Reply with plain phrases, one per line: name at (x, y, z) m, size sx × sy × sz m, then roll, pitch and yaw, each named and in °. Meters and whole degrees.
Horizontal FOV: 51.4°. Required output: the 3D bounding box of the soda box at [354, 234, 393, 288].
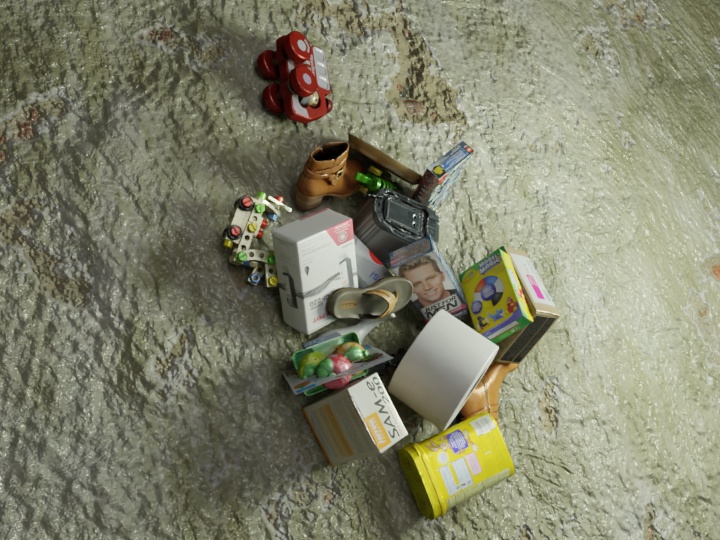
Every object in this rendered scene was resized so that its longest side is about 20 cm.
soda box at (0.000, 0.000, 1.580) m, size 0.200 × 0.063 × 0.068 m, roll 47°, pitch 55°, yaw -7°

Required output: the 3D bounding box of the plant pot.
plant pot at (0.054, -0.240, 1.651) m, size 0.199 × 0.200 × 0.028 m, roll 28°, pitch 96°, yaw -19°

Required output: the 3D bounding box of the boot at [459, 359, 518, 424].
boot at (0.287, 0.273, 1.639) m, size 0.199 × 0.076 × 0.157 m, roll -8°, pitch 80°, yaw -39°

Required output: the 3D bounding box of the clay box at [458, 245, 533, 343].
clay box at (0.279, 0.046, 1.586) m, size 0.047 × 0.115 × 0.201 m, roll 26°, pitch 39°, yaw -42°

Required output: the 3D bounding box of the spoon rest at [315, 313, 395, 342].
spoon rest at (-0.018, 0.143, 1.528) m, size 0.200 × 0.061 × 0.100 m, roll -38°, pitch 92°, yaw -22°

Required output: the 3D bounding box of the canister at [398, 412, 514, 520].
canister at (0.195, 0.388, 1.506) m, size 0.199 × 0.087 × 0.150 m, roll -20°, pitch 84°, yaw -21°

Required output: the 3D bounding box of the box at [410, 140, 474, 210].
box at (0.166, -0.183, 1.665) m, size 0.040 × 0.200 × 0.137 m, roll 42°, pitch 55°, yaw 11°

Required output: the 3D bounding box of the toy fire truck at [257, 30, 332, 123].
toy fire truck at (-0.125, -0.419, 1.652) m, size 0.167 × 0.112 × 0.202 m, roll 7°, pitch 68°, yaw -48°

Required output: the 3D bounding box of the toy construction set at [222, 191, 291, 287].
toy construction set at (-0.199, -0.074, 1.474) m, size 0.130 × 0.092 × 0.201 m, roll 24°, pitch 61°, yaw -20°

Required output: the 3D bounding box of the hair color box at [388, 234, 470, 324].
hair color box at (0.148, 0.030, 1.580) m, size 0.200 × 0.099 × 0.061 m, roll 55°, pitch 18°, yaw -34°

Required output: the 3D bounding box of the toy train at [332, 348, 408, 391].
toy train at (0.025, 0.208, 1.527) m, size 0.199 × 0.046 × 0.034 m, roll -23°, pitch 76°, yaw -32°

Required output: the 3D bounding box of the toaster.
toaster at (0.064, -0.088, 1.606) m, size 0.199 × 0.129 × 0.114 m, roll 21°, pitch 53°, yaw -23°

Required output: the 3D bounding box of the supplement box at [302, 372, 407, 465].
supplement box at (-0.014, 0.278, 1.382) m, size 0.073 × 0.200 × 0.127 m, roll -25°, pitch 85°, yaw -34°

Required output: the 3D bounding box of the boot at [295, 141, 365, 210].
boot at (-0.051, -0.221, 1.569) m, size 0.199 × 0.156 × 0.077 m, roll -27°, pitch 67°, yaw -31°

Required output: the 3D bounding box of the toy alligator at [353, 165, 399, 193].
toy alligator at (0.053, -0.185, 1.639) m, size 0.054 × 0.060 × 0.200 m, roll 37°, pitch 15°, yaw 26°

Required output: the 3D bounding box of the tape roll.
tape roll at (0.166, 0.198, 1.496) m, size 0.139 × 0.203 × 0.203 m, roll 34°, pitch 54°, yaw 15°

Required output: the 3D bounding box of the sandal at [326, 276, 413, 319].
sandal at (0.027, 0.061, 1.476) m, size 0.199 × 0.054 × 0.082 m, roll -4°, pitch 111°, yaw -35°

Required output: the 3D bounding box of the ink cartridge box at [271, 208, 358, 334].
ink cartridge box at (-0.084, 0.002, 1.456) m, size 0.145 × 0.085 × 0.201 m, roll -26°, pitch 125°, yaw -35°

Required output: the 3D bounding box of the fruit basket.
fruit basket at (-0.049, 0.170, 1.375) m, size 0.184 × 0.200 × 0.094 m, roll -19°, pitch 91°, yaw -10°

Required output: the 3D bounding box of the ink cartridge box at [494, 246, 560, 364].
ink cartridge box at (0.330, 0.077, 1.644) m, size 0.075 × 0.165 × 0.201 m, roll 11°, pitch 41°, yaw -27°
